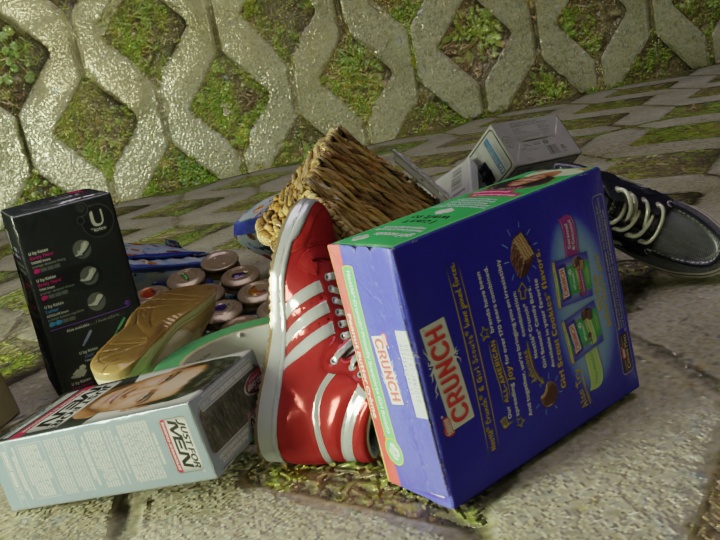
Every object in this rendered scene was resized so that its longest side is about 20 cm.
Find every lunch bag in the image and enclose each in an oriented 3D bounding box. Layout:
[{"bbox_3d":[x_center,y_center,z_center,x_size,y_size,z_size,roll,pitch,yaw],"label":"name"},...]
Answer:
[{"bbox_3d":[-0.287,0.005,1.162,0.158,0.077,0.199,9,10,34],"label":"lunch bag"},{"bbox_3d":[-0.071,-0.068,1.235,0.197,0.126,0.169,-8,2,-25],"label":"lunch bag"}]

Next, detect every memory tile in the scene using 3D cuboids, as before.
[{"bbox_3d":[-0.173,0.039,1.000,0.152,0.017,0.199,-26,34,-26],"label":"memory tile"}]

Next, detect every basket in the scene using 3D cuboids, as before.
[{"bbox_3d":[0.000,0.000,0.787,0.149,0.199,0.144,-45,17,36],"label":"basket"}]

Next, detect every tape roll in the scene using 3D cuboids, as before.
[{"bbox_3d":[-0.089,0.092,0.784,0.197,0.049,0.201,-12,13,3],"label":"tape roll"}]

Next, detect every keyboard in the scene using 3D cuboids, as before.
[{"bbox_3d":[0.107,-0.045,0.788,0.011,0.200,0.056,-51,-20,14],"label":"keyboard"}]

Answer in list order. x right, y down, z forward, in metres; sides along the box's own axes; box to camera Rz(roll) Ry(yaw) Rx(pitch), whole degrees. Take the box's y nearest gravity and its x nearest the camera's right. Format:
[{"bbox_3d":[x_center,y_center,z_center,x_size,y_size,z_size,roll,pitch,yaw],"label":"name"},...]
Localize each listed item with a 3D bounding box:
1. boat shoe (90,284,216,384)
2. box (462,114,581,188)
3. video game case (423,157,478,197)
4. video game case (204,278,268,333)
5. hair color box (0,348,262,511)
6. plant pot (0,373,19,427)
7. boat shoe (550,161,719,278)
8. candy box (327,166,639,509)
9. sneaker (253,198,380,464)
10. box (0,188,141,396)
[{"bbox_3d":[-0.203,0.079,0.873,0.072,0.070,0.200,0,24,21],"label":"boat shoe"},{"bbox_3d":[0.163,-0.095,1.042,0.115,0.061,0.201,-15,-26,-32],"label":"box"},{"bbox_3d":[0.049,-0.033,0.959,0.199,0.018,0.144,-33,27,25],"label":"video game case"},{"bbox_3d":[-0.121,0.043,1.069,0.196,0.024,0.182,-16,14,-11],"label":"video game case"},{"bbox_3d":[-0.175,0.123,0.657,0.197,0.062,0.099,-14,12,24],"label":"hair color box"},{"bbox_3d":[-0.479,0.103,0.803,0.196,0.180,0.200,-10,14,9],"label":"plant pot"},{"bbox_3d":[0.267,-0.049,0.843,0.198,0.076,0.092,24,10,26],"label":"boat shoe"},{"bbox_3d":[0.092,0.035,0.588,0.198,0.172,0.076,-21,13,-35],"label":"candy box"},{"bbox_3d":[-0.013,0.045,0.642,0.111,0.204,0.071,0,-11,25],"label":"sneaker"},{"bbox_3d":[-0.305,0.022,0.926,0.105,0.204,0.122,-18,15,-25],"label":"box"}]
